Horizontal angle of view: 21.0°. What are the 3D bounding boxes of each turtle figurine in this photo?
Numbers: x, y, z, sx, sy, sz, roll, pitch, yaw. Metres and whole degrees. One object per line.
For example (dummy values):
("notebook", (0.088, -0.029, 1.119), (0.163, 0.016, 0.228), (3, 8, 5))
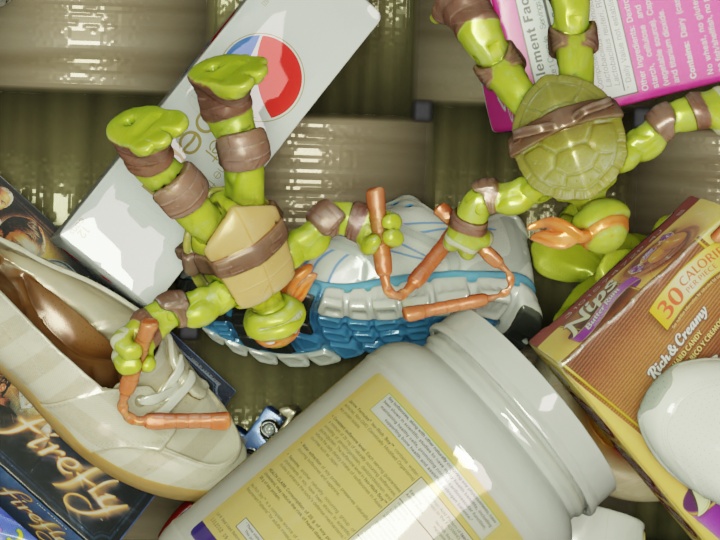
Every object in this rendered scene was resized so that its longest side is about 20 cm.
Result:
("turtle figurine", (-0.053, -0.024, 0.963), (0.200, 0.064, 0.162), (-27, 123, -13))
("turtle figurine", (0.088, -0.068, 0.944), (0.200, 0.064, 0.162), (-24, 73, 14))

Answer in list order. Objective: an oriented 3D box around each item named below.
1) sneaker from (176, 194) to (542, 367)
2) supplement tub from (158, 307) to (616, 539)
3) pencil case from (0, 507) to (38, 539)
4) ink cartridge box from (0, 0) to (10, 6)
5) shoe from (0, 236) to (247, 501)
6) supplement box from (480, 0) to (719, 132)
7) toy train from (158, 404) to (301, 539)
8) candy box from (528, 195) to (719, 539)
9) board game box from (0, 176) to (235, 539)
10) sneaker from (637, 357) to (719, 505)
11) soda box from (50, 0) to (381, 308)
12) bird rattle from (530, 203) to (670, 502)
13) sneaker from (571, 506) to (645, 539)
("sneaker", (0.000, 0.000, 1.066), (0.199, 0.075, 0.087), (1, 55, 5))
("supplement tub", (0.014, 0.128, 0.979), (0.200, 0.145, 0.146), (-40, 96, -6))
("pencil case", (-0.228, 0.182, 1.042), (0.200, 0.078, 0.087), (-48, 124, -1))
("ink cartridge box", (-0.277, -0.222, 1.012), (0.145, 0.084, 0.201), (-13, 94, -4))
("shoe", (-0.136, 0.047, 0.990), (0.200, 0.053, 0.070), (37, 49, -11))
("supplement box", (0.161, -0.146, 1.046), (0.199, 0.101, 0.104), (-13, 95, -3))
("toy train", (-0.089, 0.151, 1.077), (0.046, 0.034, 0.200), (36, 91, 6))
("candy box", (0.193, 0.075, 0.995), (0.117, 0.056, 0.200), (-42, 106, -3))
("board game box", (-0.178, 0.045, 1.022), (0.200, 0.035, 0.136), (42, 48, -6))
("sneaker", (0.224, 0.107, 0.940), (0.200, 0.080, 0.071), (32, 95, -16))
("soda box", (-0.077, -0.075, 1.032), (0.064, 0.068, 0.200), (39, 81, -9))
("bird rattle", (0.174, 0.052, 1.081), (0.200, 0.113, 0.163), (29, 102, -19))
("sneaker", (0.060, 0.171, 1.080), (0.199, 0.074, 0.116), (2, 71, 8))
